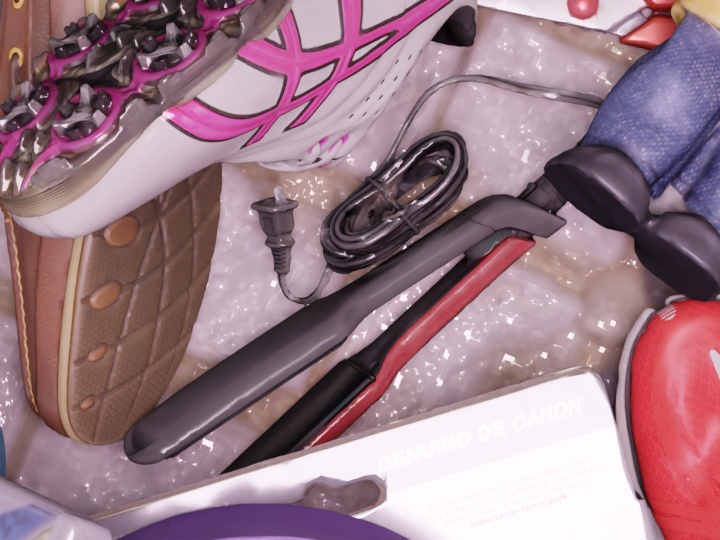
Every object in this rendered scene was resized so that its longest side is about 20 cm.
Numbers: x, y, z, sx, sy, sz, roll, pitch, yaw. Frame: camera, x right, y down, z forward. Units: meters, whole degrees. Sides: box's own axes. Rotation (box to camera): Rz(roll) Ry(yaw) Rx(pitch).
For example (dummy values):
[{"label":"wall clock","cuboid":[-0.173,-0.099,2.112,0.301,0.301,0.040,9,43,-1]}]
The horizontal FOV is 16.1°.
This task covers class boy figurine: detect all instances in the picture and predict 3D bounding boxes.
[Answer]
[{"label":"boy figurine","cuboid":[0.152,-0.083,0.833,0.124,0.064,0.200,41,83,-2]}]

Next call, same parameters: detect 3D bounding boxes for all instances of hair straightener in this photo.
[{"label":"hair straightener","cuboid":[0.000,0.000,0.844,0.200,0.041,0.077,-39,109,-3]}]

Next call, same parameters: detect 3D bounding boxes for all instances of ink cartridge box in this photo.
[{"label":"ink cartridge box","cuboid":[0.006,0.137,0.827,0.198,0.084,0.177,-16,93,-2]}]

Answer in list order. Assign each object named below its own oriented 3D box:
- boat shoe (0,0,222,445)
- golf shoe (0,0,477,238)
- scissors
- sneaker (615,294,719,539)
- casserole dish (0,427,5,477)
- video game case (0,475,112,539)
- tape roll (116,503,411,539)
[{"label":"boat shoe","cuboid":[-0.090,-0.045,0.847,0.067,0.072,0.202,8,98,32]},{"label":"golf shoe","cuboid":[-0.028,-0.061,0.797,0.200,0.072,0.093,-41,123,-30]},{"label":"scissors","cuboid":[0.088,-0.083,0.871,0.198,0.014,0.074,-5,90,-3]},{"label":"sneaker","cuboid":[0.140,0.103,0.833,0.076,0.085,0.202,-16,89,-2]},{"label":"casserole dish","cuboid":[-0.165,0.106,0.760,0.120,0.039,0.202,8,79,31]},{"label":"video game case","cuboid":[-0.177,0.134,0.720,0.181,0.022,0.201,19,84,35]},{"label":"tape roll","cuboid":[-0.029,0.172,0.743,0.198,0.085,0.202,0,92,-2]}]
